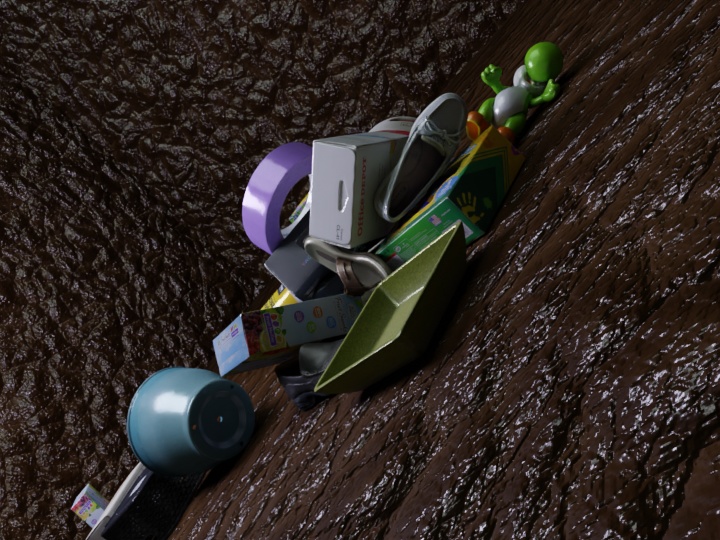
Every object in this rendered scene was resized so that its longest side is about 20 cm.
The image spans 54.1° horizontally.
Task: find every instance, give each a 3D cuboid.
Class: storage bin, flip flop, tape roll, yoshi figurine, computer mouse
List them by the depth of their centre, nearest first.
[{"bbox_3d":[-0.017,0.005,1.046,0.058,0.198,0.082,-46,-36,-25],"label":"flip flop"},{"bbox_3d":[0.255,-0.288,1.117,0.201,0.113,0.111,-50,24,-16],"label":"yoshi figurine"},{"bbox_3d":[0.000,0.000,1.201,0.199,0.059,0.034,-41,21,-17],"label":"computer mouse"},{"bbox_3d":[-0.115,-0.120,1.254,0.199,0.065,0.204,-34,-42,-37],"label":"tape roll"},{"bbox_3d":[-0.390,0.435,1.352,0.135,0.093,0.201,-45,9,24],"label":"storage bin"}]

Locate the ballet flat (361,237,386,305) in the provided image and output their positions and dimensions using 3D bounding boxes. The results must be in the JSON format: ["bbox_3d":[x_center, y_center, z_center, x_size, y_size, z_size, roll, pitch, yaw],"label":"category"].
[{"bbox_3d":[0.018,0.009,1.171,0.201,0.062,0.067,-52,7,-10],"label":"ballet flat"}]

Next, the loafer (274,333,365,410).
[{"bbox_3d":[-0.059,0.134,0.994,0.200,0.072,0.073,-42,11,43],"label":"loafer"}]

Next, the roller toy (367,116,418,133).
[{"bbox_3d":[0.071,-0.171,1.242,0.181,0.202,0.140,-32,13,18],"label":"roller toy"}]

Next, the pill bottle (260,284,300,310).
[{"bbox_3d":[-0.141,0.085,1.502,0.201,0.112,0.112,-49,8,9],"label":"pill bottle"}]

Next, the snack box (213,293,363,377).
[{"bbox_3d":[-0.110,0.099,1.089,0.196,0.069,0.168,-9,-13,-29],"label":"snack box"}]

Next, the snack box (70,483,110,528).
[{"bbox_3d":[-0.657,0.615,1.786,0.053,0.142,0.200,-50,7,-19],"label":"snack box"}]

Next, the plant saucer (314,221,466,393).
[{"bbox_3d":[0.047,0.059,0.853,0.200,0.048,0.201,-41,13,50],"label":"plant saucer"}]

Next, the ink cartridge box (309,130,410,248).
[{"bbox_3d":[0.013,-0.132,1.083,0.198,0.084,0.151,-20,-61,-52],"label":"ink cartridge box"}]

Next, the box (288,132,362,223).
[{"bbox_3d":[-0.003,-0.126,1.421,0.200,0.192,0.122,-45,9,22],"label":"box"}]

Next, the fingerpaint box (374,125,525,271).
[{"bbox_3d":[0.122,-0.088,1.009,0.200,0.073,0.168,-38,14,53],"label":"fingerpaint box"}]

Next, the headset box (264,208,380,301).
[{"bbox_3d":[-0.054,-0.023,1.255,0.175,0.093,0.200,-50,-28,1],"label":"headset box"}]

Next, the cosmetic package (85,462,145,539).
[{"bbox_3d":[-0.469,0.500,1.453,0.088,0.103,0.200,-48,7,13],"label":"cosmetic package"}]

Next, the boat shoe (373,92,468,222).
[{"bbox_3d":[0.090,-0.157,0.997,0.204,0.074,0.065,-54,14,4],"label":"boat shoe"}]

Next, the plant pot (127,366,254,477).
[{"bbox_3d":[-0.290,0.270,1.273,0.186,0.201,0.201,-14,32,48],"label":"plant pot"}]
